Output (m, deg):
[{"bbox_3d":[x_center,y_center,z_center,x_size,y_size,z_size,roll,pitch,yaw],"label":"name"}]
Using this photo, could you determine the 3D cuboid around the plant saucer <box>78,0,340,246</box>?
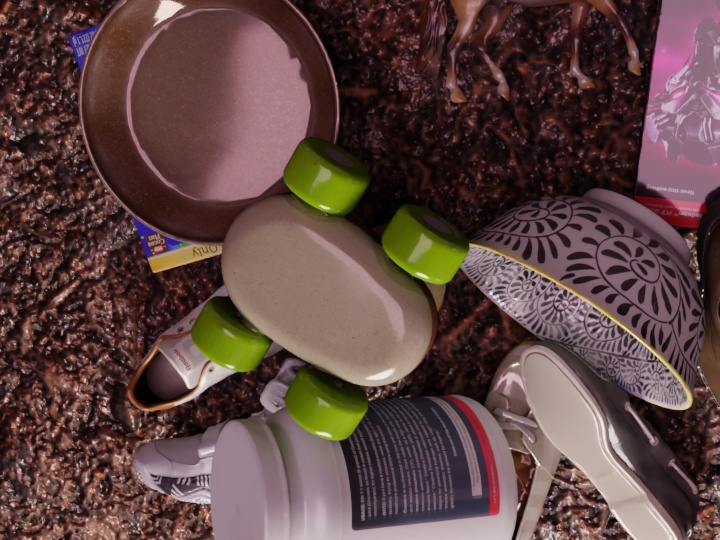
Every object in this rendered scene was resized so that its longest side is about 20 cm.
[{"bbox_3d":[-0.108,-0.119,0.867,0.200,0.037,0.201,3,101,13],"label":"plant saucer"}]

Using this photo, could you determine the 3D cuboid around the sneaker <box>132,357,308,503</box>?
[{"bbox_3d":[-0.091,0.132,0.981,0.200,0.075,0.115,5,103,8],"label":"sneaker"}]

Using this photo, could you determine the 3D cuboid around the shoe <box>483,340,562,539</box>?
[{"bbox_3d":[0.124,0.155,0.938,0.070,0.053,0.200,11,105,12],"label":"shoe"}]

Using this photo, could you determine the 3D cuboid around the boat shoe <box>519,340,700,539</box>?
[{"bbox_3d":[0.192,0.126,0.902,0.067,0.057,0.200,-22,107,52],"label":"boat shoe"}]

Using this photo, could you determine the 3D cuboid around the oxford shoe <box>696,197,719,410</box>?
[{"bbox_3d":[0.274,0.050,0.837,0.073,0.084,0.200,-12,126,11],"label":"oxford shoe"}]

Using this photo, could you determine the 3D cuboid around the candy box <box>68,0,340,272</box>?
[{"bbox_3d":[-0.113,-0.117,0.928,0.169,0.077,0.200,-16,99,16],"label":"candy box"}]

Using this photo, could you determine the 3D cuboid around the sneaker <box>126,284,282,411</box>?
[{"bbox_3d":[-0.109,0.055,0.962,0.200,0.085,0.073,-41,88,18],"label":"sneaker"}]

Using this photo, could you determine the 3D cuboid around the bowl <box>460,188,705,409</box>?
[{"bbox_3d":[0.173,0.004,0.843,0.201,0.201,0.094,36,81,5],"label":"bowl"}]

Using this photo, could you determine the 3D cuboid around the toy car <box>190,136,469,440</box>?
[{"bbox_3d":[0.000,0.000,0.859,0.158,0.200,0.164,35,109,9],"label":"toy car"}]

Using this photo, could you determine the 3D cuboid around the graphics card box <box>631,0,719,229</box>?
[{"bbox_3d":[0.267,-0.126,0.840,0.125,0.051,0.200,8,103,13],"label":"graphics card box"}]

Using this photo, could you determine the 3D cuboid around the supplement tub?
[{"bbox_3d":[0.002,0.166,0.877,0.200,0.140,0.140,0,106,-25],"label":"supplement tub"}]

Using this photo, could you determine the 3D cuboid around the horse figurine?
[{"bbox_3d":[0.124,-0.194,0.859,0.200,0.050,0.133,-6,88,22],"label":"horse figurine"}]
